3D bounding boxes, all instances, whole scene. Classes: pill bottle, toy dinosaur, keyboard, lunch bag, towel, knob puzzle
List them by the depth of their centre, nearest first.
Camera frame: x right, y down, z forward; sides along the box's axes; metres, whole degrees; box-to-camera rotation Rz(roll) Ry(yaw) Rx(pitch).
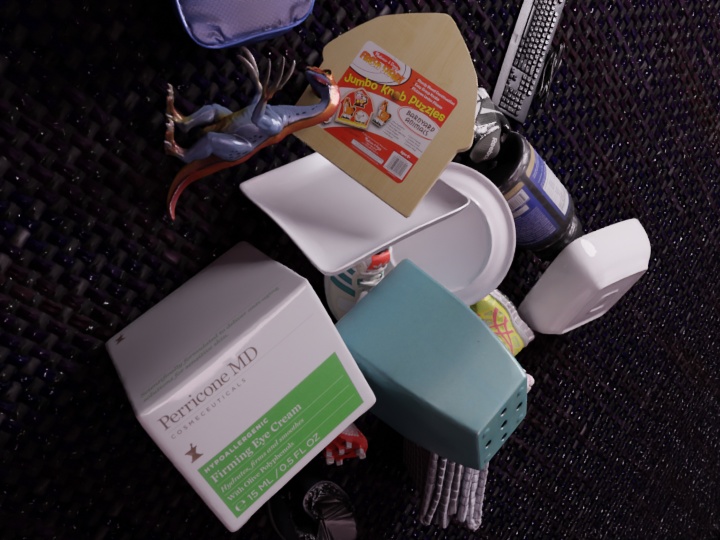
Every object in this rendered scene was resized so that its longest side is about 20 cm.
[{"bbox_3d":[-0.131,-0.321,0.573,0.133,0.132,0.204,-16,113,-11],"label":"lunch bag"},{"bbox_3d":[-0.114,-0.157,0.640,0.177,0.107,0.202,1,137,-17],"label":"toy dinosaur"},{"bbox_3d":[0.040,-0.187,0.658,0.223,0.216,0.030,-62,168,-3],"label":"knob puzzle"},{"bbox_3d":[0.111,0.237,0.859,0.083,0.166,0.205,1,104,-14],"label":"towel"},{"bbox_3d":[0.264,-0.320,0.887,0.102,0.039,0.204,16,95,-34],"label":"keyboard"},{"bbox_3d":[0.243,-0.100,0.889,0.199,0.111,0.113,37,82,-35],"label":"pill bottle"}]

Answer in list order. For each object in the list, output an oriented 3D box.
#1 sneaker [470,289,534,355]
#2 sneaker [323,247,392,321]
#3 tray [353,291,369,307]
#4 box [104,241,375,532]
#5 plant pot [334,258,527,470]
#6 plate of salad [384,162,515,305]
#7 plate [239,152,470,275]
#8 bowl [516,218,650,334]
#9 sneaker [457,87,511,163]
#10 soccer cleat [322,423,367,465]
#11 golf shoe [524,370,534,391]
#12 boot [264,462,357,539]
[{"bbox_3d":[0.194,0.083,0.930,0.091,0.078,0.200,-49,122,-4],"label":"sneaker"},{"bbox_3d":[0.000,-0.001,0.767,0.069,0.093,0.205,-17,112,-27],"label":"sneaker"},{"bbox_3d":[0.035,0.099,0.815,0.199,0.022,0.109,24,97,-55],"label":"tray"},{"bbox_3d":[-0.130,0.107,0.646,0.198,0.199,0.173,-38,118,-17],"label":"box"},{"bbox_3d":[0.087,0.118,0.700,0.141,0.198,0.143,-41,142,-21],"label":"plant pot"},{"bbox_3d":[0.104,-0.044,0.797,0.048,0.195,0.205,-56,149,-65],"label":"plate of salad"},{"bbox_3d":[-0.010,-0.078,0.686,0.197,0.200,0.033,-26,136,-25],"label":"plate"},{"bbox_3d":[0.362,0.023,0.964,0.196,0.075,0.202,-16,149,-32],"label":"bowl"},{"bbox_3d":[0.135,-0.176,0.777,0.199,0.090,0.067,-33,162,-44],"label":"sneaker"},{"bbox_3d":[-0.045,0.199,0.810,0.067,0.087,0.200,-21,142,18],"label":"soccer cleat"},{"bbox_3d":[0.212,0.161,0.908,0.200,0.090,0.074,45,33,-66],"label":"golf shoe"},{"bbox_3d":[-0.063,0.313,0.766,0.075,0.167,0.204,-26,117,-24],"label":"boot"}]
